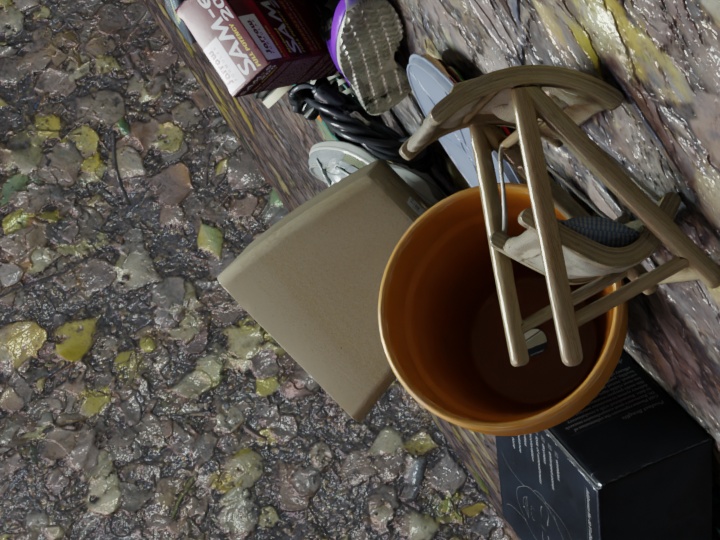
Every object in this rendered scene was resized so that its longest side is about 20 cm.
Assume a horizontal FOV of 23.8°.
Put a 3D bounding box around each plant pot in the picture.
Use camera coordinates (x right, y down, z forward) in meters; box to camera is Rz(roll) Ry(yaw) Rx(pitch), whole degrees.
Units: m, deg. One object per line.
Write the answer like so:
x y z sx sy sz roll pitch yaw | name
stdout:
0.000 0.000 1.738 0.200 0.177 0.200 45 -167 -3 | plant pot
0.134 0.046 1.442 0.201 0.200 0.183 54 -174 20 | plant pot

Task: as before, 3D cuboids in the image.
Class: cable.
0.011 -0.156 1.832 0.163 0.051 0.200 28 -175 13 | cable

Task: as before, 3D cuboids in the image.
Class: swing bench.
0.133 -0.047 1.206 0.201 0.129 0.199 62 175 0 | swing bench

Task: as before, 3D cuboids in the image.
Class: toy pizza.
0.108 -0.112 1.512 0.201 0.032 0.200 55 175 7 | toy pizza

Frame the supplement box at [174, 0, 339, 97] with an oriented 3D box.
-0.086 -0.245 1.725 0.109 0.061 0.200 55 -148 7 | supplement box

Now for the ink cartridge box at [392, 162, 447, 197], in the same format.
0.091 -0.014 1.936 0.200 0.083 0.147 52 173 42 | ink cartridge box

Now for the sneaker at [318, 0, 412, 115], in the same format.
-0.008 -0.230 1.643 0.100 0.069 0.200 57 174 21 | sneaker

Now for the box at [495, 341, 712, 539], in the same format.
0.221 0.194 1.576 0.197 0.123 0.201 -128 23 -50 | box

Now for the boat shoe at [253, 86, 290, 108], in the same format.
-0.078 -0.241 1.852 0.063 0.074 0.202 44 -151 -6 | boat shoe

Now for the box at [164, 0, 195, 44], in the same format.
-0.129 -0.316 1.740 0.051 0.157 0.200 55 174 7 | box

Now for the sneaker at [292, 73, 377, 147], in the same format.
-0.030 -0.207 1.983 0.200 0.071 0.080 51 177 -31 | sneaker

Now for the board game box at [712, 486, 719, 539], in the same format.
0.338 0.250 1.599 0.200 0.028 0.136 49 171 50 | board game box

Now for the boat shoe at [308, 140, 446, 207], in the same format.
0.009 -0.088 1.882 0.201 0.065 0.074 26 167 38 | boat shoe

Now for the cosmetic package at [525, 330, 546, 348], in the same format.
0.172 0.086 1.792 0.104 0.087 0.200 54 175 35 | cosmetic package
